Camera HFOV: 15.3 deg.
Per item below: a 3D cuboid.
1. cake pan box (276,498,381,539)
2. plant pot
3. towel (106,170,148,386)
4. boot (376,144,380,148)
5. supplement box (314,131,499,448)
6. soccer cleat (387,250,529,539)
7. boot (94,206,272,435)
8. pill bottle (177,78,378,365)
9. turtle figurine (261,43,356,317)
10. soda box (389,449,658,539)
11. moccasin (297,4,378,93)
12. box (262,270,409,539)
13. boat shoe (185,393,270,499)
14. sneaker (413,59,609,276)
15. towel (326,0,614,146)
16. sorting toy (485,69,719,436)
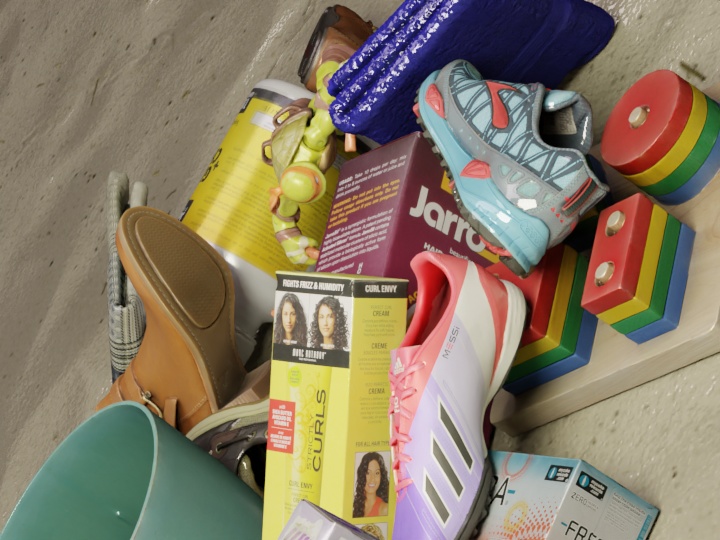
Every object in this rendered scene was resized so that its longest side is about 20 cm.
[{"bbox_3d":[-0.001,0.243,1.438,0.184,0.200,0.052,-61,28,-2],"label":"cake pan box"},{"bbox_3d":[-0.130,0.209,1.749,0.201,0.161,0.201,-41,30,31],"label":"plant pot"},{"bbox_3d":[-0.174,0.047,2.061,0.200,0.035,0.193,-99,8,-55],"label":"towel"},{"bbox_3d":[0.000,0.000,1.877,0.146,0.070,0.200,-55,9,34],"label":"boot"},{"bbox_3d":[0.032,0.029,1.712,0.086,0.110,0.200,-21,47,50],"label":"supplement box"},{"bbox_3d":[0.040,0.084,1.541,0.068,0.073,0.200,-21,46,50],"label":"soccer cleat"},{"bbox_3d":[-0.143,0.064,1.908,0.155,0.200,0.074,-33,2,43],"label":"boot"},{"bbox_3d":[-0.074,-0.032,1.983,0.200,0.112,0.112,-61,25,-8],"label":"pill bottle"},{"bbox_3d":[-0.037,-0.079,1.851,0.161,0.064,0.200,-76,1,-59],"label":"turtle figurine"},{"bbox_3d":[0.082,0.146,1.558,0.200,0.064,0.068,1,62,60],"label":"soda box"},{"bbox_3d":[-0.002,-0.161,2.044,0.201,0.078,0.074,-124,56,-84],"label":"moccasin"},{"bbox_3d":[-0.016,0.101,1.586,0.075,0.050,0.200,6,94,46],"label":"box"},{"bbox_3d":[-0.068,0.130,1.832,0.200,0.073,0.065,-35,28,39],"label":"boat shoe"},{"bbox_3d":[0.100,-0.076,1.628,0.096,0.079,0.200,-35,35,9],"label":"sneaker"},{"bbox_3d":[0.070,-0.138,1.766,0.148,0.200,0.050,-50,63,16],"label":"towel"},{"bbox_3d":[0.148,-0.024,1.626,0.200,0.070,0.199,-28,38,47],"label":"sorting toy"}]
